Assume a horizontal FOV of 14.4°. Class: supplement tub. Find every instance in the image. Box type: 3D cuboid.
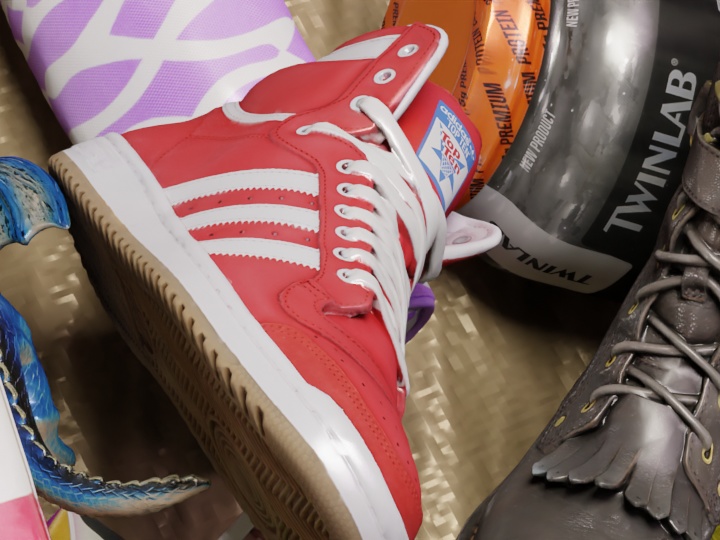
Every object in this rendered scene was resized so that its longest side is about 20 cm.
[{"bbox_3d":[0.110,-0.046,0.909,0.199,0.123,0.123,13,58,-20],"label":"supplement tub"}]

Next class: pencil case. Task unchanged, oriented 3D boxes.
[{"bbox_3d":[-0.047,-0.048,0.858,0.201,0.084,0.085,65,18,14],"label":"pencil case"}]

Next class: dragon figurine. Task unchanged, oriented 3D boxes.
[{"bbox_3d":[-0.110,0.004,0.759,0.058,0.200,0.100,-9,105,-28],"label":"dragon figurine"}]

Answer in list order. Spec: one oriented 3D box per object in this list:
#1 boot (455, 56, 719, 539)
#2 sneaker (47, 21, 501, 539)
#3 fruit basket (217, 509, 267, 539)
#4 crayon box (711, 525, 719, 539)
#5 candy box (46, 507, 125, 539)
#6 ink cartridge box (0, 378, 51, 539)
[{"bbox_3d":[0.089,0.001,0.766,0.069,0.175,0.200,21,28,8],"label":"boot"},{"bbox_3d":[0.000,0.000,0.721,0.112,0.072,0.200,-23,33,-12],"label":"sneaker"},{"bbox_3d":[-0.011,0.173,0.667,0.185,0.094,0.200,44,56,1],"label":"fruit basket"},{"bbox_3d":[0.118,0.168,0.832,0.127,0.051,0.200,-32,80,-41],"label":"crayon box"},{"bbox_3d":[-0.038,0.175,0.747,0.199,0.061,0.137,35,53,-4],"label":"candy box"},{"bbox_3d":[-0.167,0.026,0.660,0.144,0.083,0.201,-16,84,-25],"label":"ink cartridge box"}]
